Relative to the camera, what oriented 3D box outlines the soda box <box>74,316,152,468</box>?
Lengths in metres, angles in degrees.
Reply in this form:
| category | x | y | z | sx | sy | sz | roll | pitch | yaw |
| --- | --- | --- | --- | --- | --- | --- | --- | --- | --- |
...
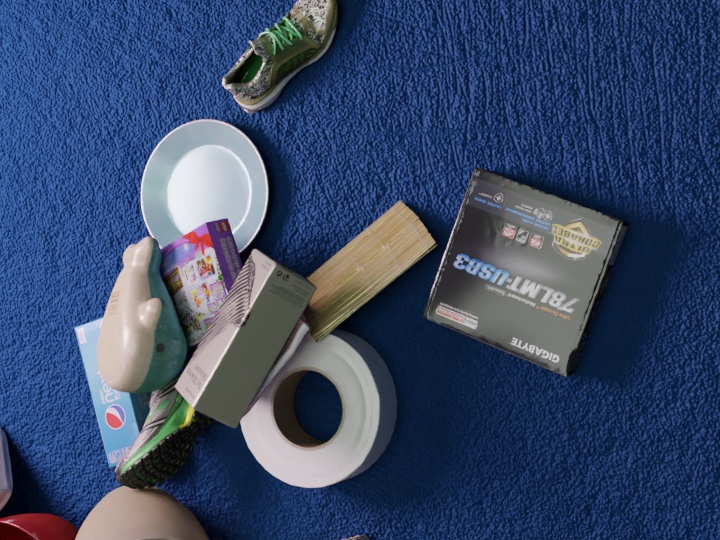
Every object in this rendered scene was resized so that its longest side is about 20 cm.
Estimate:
| category | x | y | z | sx | sy | sz | roll | pitch | yaw |
| --- | --- | --- | --- | --- | --- | --- | --- | --- | --- |
| soda box | -0.328 | 0.165 | 1.659 | 0.064 | 0.068 | 0.202 | -18 | 83 | 22 |

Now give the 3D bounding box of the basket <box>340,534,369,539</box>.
| category | x | y | z | sx | sy | sz | roll | pitch | yaw |
| --- | --- | --- | --- | --- | --- | --- | --- | --- | --- |
| basket | -0.040 | 0.416 | 1.475 | 0.135 | 0.200 | 0.124 | -41 | 69 | 15 |

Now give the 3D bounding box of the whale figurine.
| category | x | y | z | sx | sy | sz | roll | pitch | yaw |
| --- | --- | --- | --- | --- | --- | --- | --- | --- | --- |
| whale figurine | -0.278 | 0.061 | 1.573 | 0.159 | 0.103 | 0.202 | -20 | 63 | 55 |

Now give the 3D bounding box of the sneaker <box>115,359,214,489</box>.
| category | x | y | z | sx | sy | sz | roll | pitch | yaw |
| --- | --- | --- | --- | --- | --- | --- | --- | --- | --- |
| sneaker | -0.258 | 0.206 | 1.605 | 0.085 | 0.078 | 0.200 | 26 | 62 | 29 |

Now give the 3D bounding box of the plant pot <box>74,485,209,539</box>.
| category | x | y | z | sx | sy | sz | roll | pitch | yaw |
| --- | --- | --- | --- | --- | --- | --- | --- | --- | --- |
| plant pot | -0.295 | 0.365 | 1.596 | 0.200 | 0.200 | 0.135 | -38 | 41 | 17 |

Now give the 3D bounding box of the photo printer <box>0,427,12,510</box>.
| category | x | y | z | sx | sy | sz | roll | pitch | yaw |
| --- | --- | --- | --- | --- | --- | --- | --- | --- | --- |
| photo printer | -0.580 | 0.333 | 1.718 | 0.201 | 0.069 | 0.167 | -52 | 33 | 14 |

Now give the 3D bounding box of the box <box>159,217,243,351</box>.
| category | x | y | z | sx | sy | sz | roll | pitch | yaw |
| --- | --- | --- | --- | --- | --- | --- | --- | --- | --- |
| box | -0.220 | 0.027 | 1.584 | 0.199 | 0.039 | 0.138 | -23 | 83 | 49 |

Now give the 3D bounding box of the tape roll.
| category | x | y | z | sx | sy | sz | roll | pitch | yaw |
| --- | --- | --- | --- | --- | --- | --- | --- | --- | --- |
| tape roll | -0.056 | 0.175 | 1.550 | 0.200 | 0.071 | 0.205 | 0 | 90 | 22 |

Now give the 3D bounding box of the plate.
| category | x | y | z | sx | sy | sz | roll | pitch | yaw |
| --- | --- | --- | --- | --- | --- | --- | --- | --- | --- |
| plate | -0.210 | -0.105 | 1.640 | 0.198 | 0.026 | 0.202 | 0 | 89 | 23 |

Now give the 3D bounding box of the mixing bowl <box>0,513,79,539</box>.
| category | x | y | z | sx | sy | sz | roll | pitch | yaw |
| --- | --- | --- | --- | --- | --- | --- | --- | --- | --- |
| mixing bowl | -0.444 | 0.416 | 1.667 | 0.198 | 0.108 | 0.202 | 8 | 109 | 24 |

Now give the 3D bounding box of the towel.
| category | x | y | z | sx | sy | sz | roll | pitch | yaw |
| --- | --- | --- | --- | --- | --- | --- | --- | --- | --- |
| towel | -0.138 | 0.082 | 1.542 | 0.147 | 0.030 | 0.200 | -54 | 29 | 10 |

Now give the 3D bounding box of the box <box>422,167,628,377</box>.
| category | x | y | z | sx | sy | sz | roll | pitch | yaw |
| --- | --- | --- | --- | --- | --- | --- | --- | --- | --- |
| box | 0.200 | 0.000 | 1.465 | 0.199 | 0.050 | 0.200 | 23 | 96 | 21 |

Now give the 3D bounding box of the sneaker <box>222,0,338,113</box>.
| category | x | y | z | sx | sy | sz | roll | pitch | yaw |
| --- | --- | --- | --- | --- | --- | --- | --- | --- | --- |
| sneaker | -0.107 | -0.292 | 1.568 | 0.077 | 0.088 | 0.200 | 45 | 104 | 16 |

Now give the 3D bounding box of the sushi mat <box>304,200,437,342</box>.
| category | x | y | z | sx | sy | sz | roll | pitch | yaw |
| --- | --- | --- | --- | --- | --- | --- | --- | --- | --- |
| sushi mat | 0.000 | 0.000 | 1.521 | 0.200 | 0.012 | 0.096 | -39 | 47 | 4 |

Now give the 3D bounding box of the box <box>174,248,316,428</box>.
| category | x | y | z | sx | sy | sz | roll | pitch | yaw |
| --- | --- | --- | --- | --- | --- | --- | --- | --- | --- |
| box | -0.140 | 0.081 | 1.458 | 0.201 | 0.068 | 0.082 | -60 | 30 | -1 |
